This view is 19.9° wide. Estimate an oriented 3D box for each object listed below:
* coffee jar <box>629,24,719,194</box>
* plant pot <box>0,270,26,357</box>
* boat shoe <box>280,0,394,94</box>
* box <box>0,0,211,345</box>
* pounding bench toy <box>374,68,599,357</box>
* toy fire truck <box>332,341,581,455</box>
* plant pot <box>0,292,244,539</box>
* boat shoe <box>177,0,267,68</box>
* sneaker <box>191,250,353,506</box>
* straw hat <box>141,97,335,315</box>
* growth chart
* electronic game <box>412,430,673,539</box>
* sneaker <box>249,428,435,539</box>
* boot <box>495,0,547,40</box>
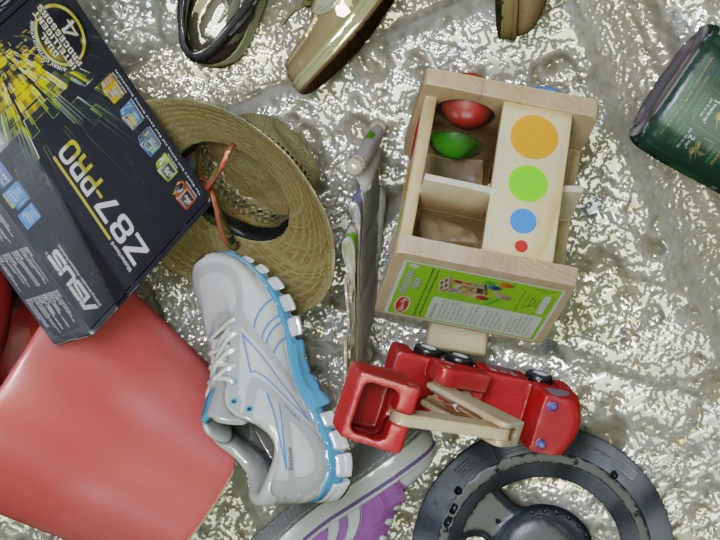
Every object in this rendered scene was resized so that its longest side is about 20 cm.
[{"bbox_3d":[0.300,-0.082,1.472,0.200,0.085,0.104,34,96,-3],"label":"coffee jar"},{"bbox_3d":[-0.330,0.016,1.395,0.200,0.200,0.183,31,63,-4],"label":"plant pot"},{"bbox_3d":[0.000,-0.218,1.470,0.063,0.073,0.200,34,88,3],"label":"boat shoe"},{"bbox_3d":[-0.205,-0.077,1.375,0.049,0.161,0.200,-15,116,42],"label":"box"},{"bbox_3d":[0.085,-0.039,1.475,0.124,0.200,0.156,11,69,-2],"label":"pounding bench toy"},{"bbox_3d":[0.073,0.097,1.449,0.200,0.141,0.049,14,101,-15],"label":"toy fire truck"},{"bbox_3d":[-0.187,0.111,1.479,0.177,0.200,0.201,34,99,-13],"label":"plant pot"},{"bbox_3d":[-0.081,-0.240,1.466,0.073,0.065,0.200,16,99,1],"label":"boat shoe"},{"bbox_3d":[-0.080,0.075,1.431,0.075,0.087,0.200,-46,63,44],"label":"sneaker"},{"bbox_3d":[-0.081,-0.068,1.480,0.201,0.085,0.201,22,136,23],"label":"straw hat"},{"bbox_3d":[0.000,0.000,1.470,0.018,0.145,0.200,5,103,8],"label":"growth chart"},{"bbox_3d":[0.138,0.217,1.551,0.199,0.042,0.201,0,93,2],"label":"electronic game"},{"bbox_3d":[0.003,0.206,1.545,0.200,0.073,0.114,-41,100,18],"label":"sneaker"},{"bbox_3d":[0.201,-0.240,1.458,0.199,0.066,0.176,7,101,-1],"label":"boot"}]
